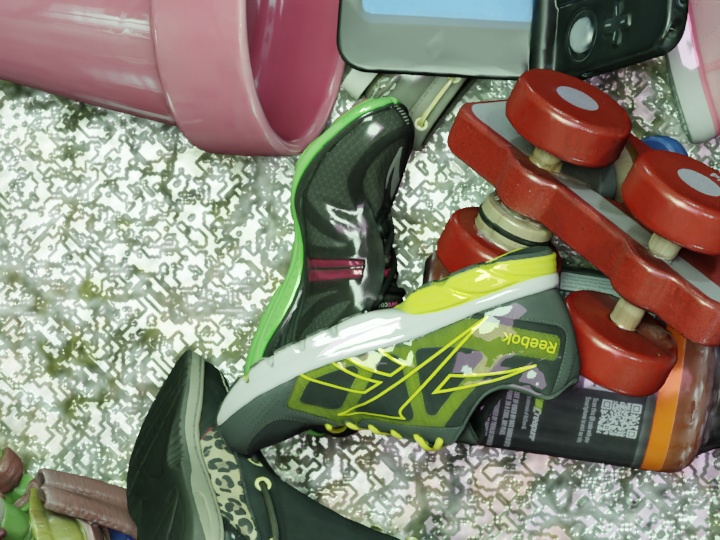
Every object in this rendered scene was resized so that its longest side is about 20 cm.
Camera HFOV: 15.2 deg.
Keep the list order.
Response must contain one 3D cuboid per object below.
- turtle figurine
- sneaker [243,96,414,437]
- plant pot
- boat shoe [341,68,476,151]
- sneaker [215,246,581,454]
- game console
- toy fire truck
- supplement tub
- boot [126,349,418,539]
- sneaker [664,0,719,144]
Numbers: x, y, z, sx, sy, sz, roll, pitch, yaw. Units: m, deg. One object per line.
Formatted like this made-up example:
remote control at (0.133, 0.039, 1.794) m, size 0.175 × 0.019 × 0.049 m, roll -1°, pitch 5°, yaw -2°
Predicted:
turtle figurine at (-0.216, 0.159, 1.433) m, size 0.199 × 0.194 × 0.144 m, roll 17°, pitch 90°, yaw 4°
sneaker at (0.000, 0.000, 1.469) m, size 0.084 × 0.077 × 0.201 m, roll 30°, pitch 117°, yaw 34°
plant pot at (-0.113, -0.163, 1.454) m, size 0.178 × 0.200 × 0.201 m, roll 3°, pitch 87°, yaw 16°
boat shoe at (0.081, -0.151, 1.502) m, size 0.202 × 0.072 × 0.060 m, roll -43°, pitch 88°, yaw 1°
sneaker at (0.019, 0.059, 1.358) m, size 0.200 × 0.074 × 0.085 m, roll -25°, pitch 85°, yaw 20°
game console at (0.083, -0.206, 1.413) m, size 0.116 × 0.176 × 0.201 m, roll 9°, pitch 80°, yaw -27°
toy fire truck at (0.148, -0.026, 1.424) m, size 0.200 × 0.168 × 0.112 m, roll 39°, pitch 117°, yaw 29°
supplement tub at (0.127, 0.053, 1.476) m, size 0.199 × 0.107 × 0.107 m, roll 9°, pitch 88°, yaw 0°
boot at (-0.041, 0.132, 1.438) m, size 0.153 × 0.204 × 0.074 m, roll 23°, pitch 114°, yaw -18°
sneaker at (0.211, -0.175, 1.499) m, size 0.104 × 0.075 × 0.201 m, roll -7°, pitch 83°, yaw 5°
